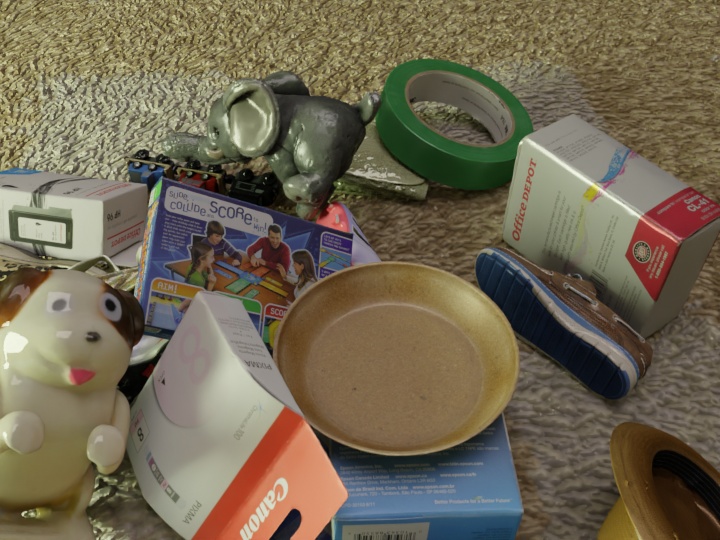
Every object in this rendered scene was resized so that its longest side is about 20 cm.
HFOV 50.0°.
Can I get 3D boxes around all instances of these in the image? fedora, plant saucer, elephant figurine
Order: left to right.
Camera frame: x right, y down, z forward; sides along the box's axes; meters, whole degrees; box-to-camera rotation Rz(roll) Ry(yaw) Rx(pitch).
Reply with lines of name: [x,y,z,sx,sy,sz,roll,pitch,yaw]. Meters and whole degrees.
elephant figurine: [-0.105,-0.158,0.849,0.199,0.142,0.156,34,76,0]
plant saucer: [0.029,0.074,0.630,0.197,0.036,0.202,0,44,0]
fedora: [0.234,0.209,0.571,0.199,0.082,0.201,31,28,-19]

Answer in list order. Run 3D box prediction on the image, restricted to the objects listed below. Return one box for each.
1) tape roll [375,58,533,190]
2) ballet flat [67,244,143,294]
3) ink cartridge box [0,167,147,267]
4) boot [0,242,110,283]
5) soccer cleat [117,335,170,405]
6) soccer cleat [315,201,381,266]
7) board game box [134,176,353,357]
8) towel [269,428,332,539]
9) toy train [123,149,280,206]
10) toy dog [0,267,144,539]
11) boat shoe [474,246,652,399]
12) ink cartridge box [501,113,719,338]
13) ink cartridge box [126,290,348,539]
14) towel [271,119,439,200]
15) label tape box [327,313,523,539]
tape roll: [0.119,-0.188,0.975,0.198,0.048,0.202,11,46,-12]
ballet flat: [-0.211,0.011,0.711,0.198,0.071,0.071,-19,48,-28]
ink cartridge box: [-0.302,-0.058,0.817,0.197,0.069,0.116,8,16,5]
boot: [-0.318,0.058,0.730,0.198,0.074,0.152,17,51,3]
soccer cleat: [-0.214,0.084,0.723,0.198,0.069,0.073,-18,22,-11]
soccer cleat: [0.000,0.000,0.817,0.076,0.067,0.201,22,26,-33]
board game box: [-0.101,0.007,0.708,0.198,0.034,0.137,16,66,-28]
towel: [0.006,0.177,0.658,0.199,0.024,0.146,-35,55,-31]
toy train: [-0.194,-0.108,0.928,0.197,0.034,0.046,11,58,8]
toy dog: [-0.237,0.099,0.594,0.138,0.202,0.194,20,15,-25]
boat shoe: [0.201,0.042,0.774,0.072,0.073,0.200,-29,63,-34]
ink cartridge box: [0.252,-0.046,0.802,0.085,0.149,0.200,-25,52,-25]
ink cartridge box: [-0.109,0.142,0.594,0.057,0.163,0.201,14,30,-40]
towel: [-0.003,-0.151,0.974,0.197,0.037,0.149,8,44,5]
label tape box: [0.044,0.129,0.646,0.141,0.067,0.201,-1,42,-3]
